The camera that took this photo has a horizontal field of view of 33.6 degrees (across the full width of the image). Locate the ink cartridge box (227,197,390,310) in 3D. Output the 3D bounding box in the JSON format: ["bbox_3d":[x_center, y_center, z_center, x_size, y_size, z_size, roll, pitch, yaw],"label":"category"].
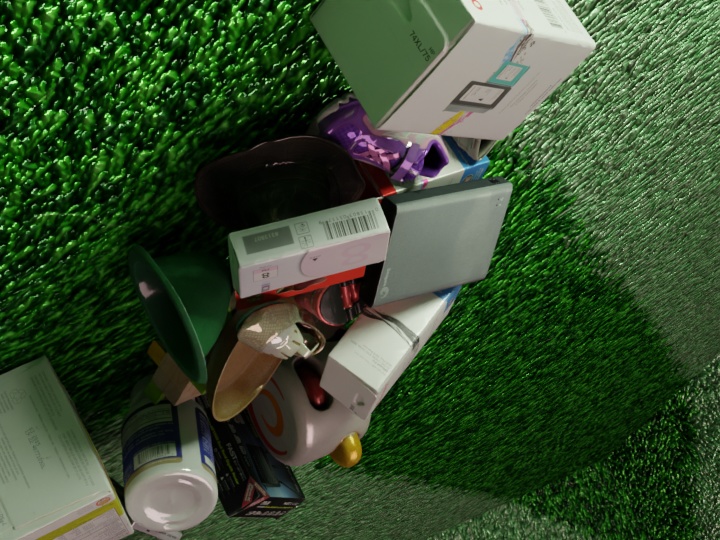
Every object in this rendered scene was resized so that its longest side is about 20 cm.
[{"bbox_3d":[-0.057,0.002,1.292,0.162,0.057,0.200,-15,153,-10],"label":"ink cartridge box"}]

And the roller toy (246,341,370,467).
[{"bbox_3d":[-0.074,0.182,1.743,0.139,0.200,0.183,-18,122,-29],"label":"roller toy"}]

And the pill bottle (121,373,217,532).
[{"bbox_3d":[-0.258,0.235,1.588,0.119,0.200,0.120,-6,128,-8],"label":"pill bottle"}]

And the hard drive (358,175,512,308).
[{"bbox_3d":[0.091,-0.037,1.449,0.200,0.033,0.140,-13,128,-40],"label":"hard drive"}]

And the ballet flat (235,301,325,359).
[{"bbox_3d":[-0.085,0.075,1.416,0.067,0.062,0.200,-45,167,11],"label":"ballet flat"}]

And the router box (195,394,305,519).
[{"bbox_3d":[-0.177,0.269,1.776,0.062,0.200,0.150,-34,158,13],"label":"router box"}]

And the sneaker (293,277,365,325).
[{"bbox_3d":[0.000,0.000,1.483,0.200,0.087,0.074,-24,117,-36],"label":"sneaker"}]

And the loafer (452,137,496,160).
[{"bbox_3d":[0.176,-0.210,1.384,0.070,0.070,0.200,-10,150,-40],"label":"loafer"}]

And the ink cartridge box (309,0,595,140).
[{"bbox_3d":[0.088,-0.228,1.137,0.200,0.147,0.146,-2,145,-48],"label":"ink cartridge box"}]

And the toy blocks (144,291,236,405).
[{"bbox_3d":[-0.183,0.092,1.563,0.137,0.100,0.200,-20,151,-52],"label":"toy blocks"}]

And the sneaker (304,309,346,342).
[{"bbox_3d":[-0.040,0.029,1.558,0.075,0.116,0.200,-15,154,-32],"label":"sneaker"}]

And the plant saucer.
[{"bbox_3d":[-0.137,0.093,1.485,0.200,0.035,0.200,-54,164,-23],"label":"plant saucer"}]

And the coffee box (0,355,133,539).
[{"bbox_3d":[-0.419,0.260,1.463,0.199,0.200,0.198,-26,158,-13],"label":"coffee box"}]

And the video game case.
[{"bbox_3d":[-0.353,0.305,1.658,0.023,0.200,0.182,-54,160,-9],"label":"video game case"}]

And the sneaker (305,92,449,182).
[{"bbox_3d":[0.029,-0.141,1.324,0.200,0.089,0.080,-2,146,-45],"label":"sneaker"}]

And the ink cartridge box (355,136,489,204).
[{"bbox_3d":[0.047,-0.098,1.462,0.199,0.067,0.116,-19,155,-26],"label":"ink cartridge box"}]

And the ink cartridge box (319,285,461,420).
[{"bbox_3d":[0.040,0.083,1.575,0.200,0.084,0.145,-51,171,-21],"label":"ink cartridge box"}]

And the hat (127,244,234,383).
[{"bbox_3d":[-0.151,0.009,1.351,0.176,0.200,0.166,-27,134,-22],"label":"hat"}]

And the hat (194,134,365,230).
[{"bbox_3d":[-0.083,-0.061,1.292,0.200,0.081,0.201,-7,155,-3],"label":"hat"}]
